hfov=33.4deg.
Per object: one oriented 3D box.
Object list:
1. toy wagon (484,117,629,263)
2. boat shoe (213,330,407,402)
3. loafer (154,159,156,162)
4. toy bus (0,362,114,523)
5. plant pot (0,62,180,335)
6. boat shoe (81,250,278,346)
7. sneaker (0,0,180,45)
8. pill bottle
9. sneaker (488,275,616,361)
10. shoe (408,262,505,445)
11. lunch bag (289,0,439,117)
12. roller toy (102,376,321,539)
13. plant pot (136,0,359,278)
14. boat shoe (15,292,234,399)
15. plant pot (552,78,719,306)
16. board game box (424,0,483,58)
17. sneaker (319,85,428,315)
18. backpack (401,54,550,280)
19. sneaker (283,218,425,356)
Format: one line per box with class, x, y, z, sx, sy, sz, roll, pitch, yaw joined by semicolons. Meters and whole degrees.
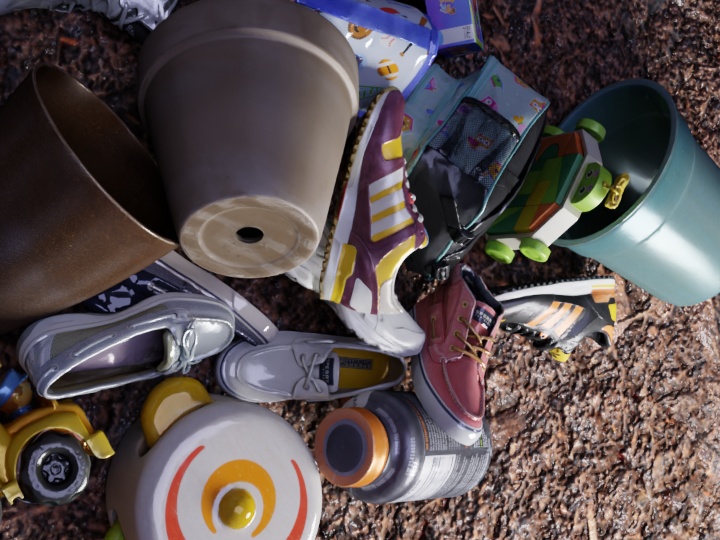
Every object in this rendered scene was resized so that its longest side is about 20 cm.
toy wagon;0.200;-0.085;1.240;0.039;0.199;0.157;31;77;-20
boat shoe;-0.045;0.097;1.189;0.197;0.070;0.072;4;88;-27
loafer;-0.123;-0.080;1.150;0.197;0.070;0.071;-3;91;-27
toy bus;-0.336;0.133;1.018;0.198;0.135;0.194;-27;91;-26
plant pot;-0.279;-0.035;1.011;0.199;0.187;0.187;-39;108;9
boat shoe;-0.178;0.036;1.128;0.199;0.075;0.094;35;81;-14
sneaker;-0.238;-0.249;1.090;0.199;0.075;0.117;-32;102;-26
pill bottle;0.039;0.170;1.169;0.199;0.105;0.108;11;84;-55
sneaker;0.202;0.057;1.313;0.197;0.070;0.092;-7;90;-28
shoe;0.099;0.075;1.184;0.071;0.201;0.091;30;114;-25
lunch bag;-0.042;-0.214;1.120;0.168;0.199;0.126;13;84;-27
roller toy;-0.133;0.207;1.106;0.180;0.139;0.204;13;83;-26
plant pot;-0.094;-0.099;1.012;0.197;0.200;0.176;15;52;-25
boat shoe;-0.194;0.070;1.043;0.199;0.065;0.075;-5;130;-36
plant pot;0.319;-0.071;1.316;0.195;0.199;0.203;32;76;-31
board game box;0.085;-0.324;1.221;0.044;0.134;0.204;-9;95;10
sneaker;0.025;-0.061;1.088;0.089;0.075;0.203;15;94;-4
backpack;0.096;-0.116;1.203;0.153;0.176;0.200;40;58;9
sneaker;0.000;0.000;1.148;0.199;0.078;0.100;41;92;-18
